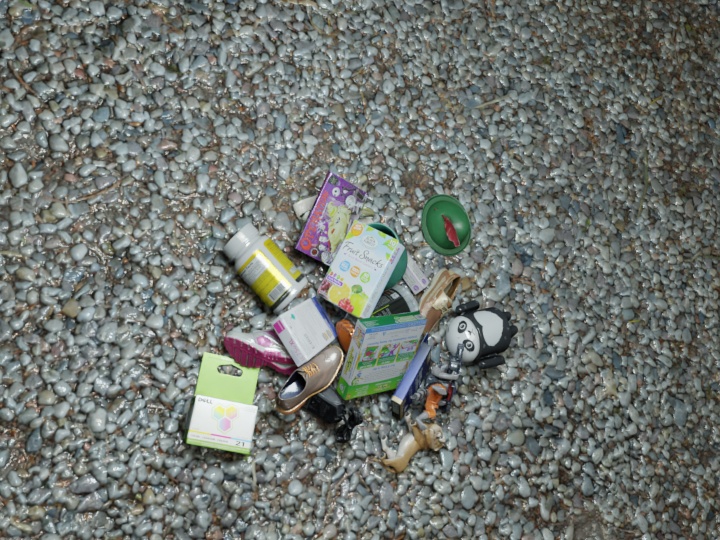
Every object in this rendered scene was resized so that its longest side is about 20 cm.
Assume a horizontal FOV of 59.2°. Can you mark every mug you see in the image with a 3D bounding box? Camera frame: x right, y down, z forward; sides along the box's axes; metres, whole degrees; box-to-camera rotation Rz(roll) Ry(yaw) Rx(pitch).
[{"bbox_3d":[0.031,-0.027,1.614,0.179,0.114,0.157,-6,72,21],"label":"mug"}]

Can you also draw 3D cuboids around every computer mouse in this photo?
[{"bbox_3d":[-0.084,0.310,1.496,0.197,0.140,0.053,35,44,5],"label":"computer mouse"}]

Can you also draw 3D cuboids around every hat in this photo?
[{"bbox_3d":[0.270,-0.138,1.708,0.160,0.176,0.207,-1,76,-21],"label":"hat"}]

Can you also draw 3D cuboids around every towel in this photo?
[{"bbox_3d":[-0.067,-0.140,1.655,0.195,0.034,0.136,-21,84,-25],"label":"towel"}]

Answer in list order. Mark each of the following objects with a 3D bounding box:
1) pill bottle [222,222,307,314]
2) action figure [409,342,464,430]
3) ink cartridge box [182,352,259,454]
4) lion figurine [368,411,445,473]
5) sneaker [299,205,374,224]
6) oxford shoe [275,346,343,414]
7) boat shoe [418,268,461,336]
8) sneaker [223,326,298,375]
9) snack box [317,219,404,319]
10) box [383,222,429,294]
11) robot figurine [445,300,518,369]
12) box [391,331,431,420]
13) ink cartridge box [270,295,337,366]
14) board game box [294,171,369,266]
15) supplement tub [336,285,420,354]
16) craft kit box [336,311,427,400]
[{"bbox_3d":[-0.228,-0.007,1.512,0.201,0.114,0.114,48,65,-4],"label":"pill bottle"},{"bbox_3d":[0.192,0.273,1.579,0.101,0.193,0.206,15,108,12],"label":"action figure"},{"bbox_3d":[-0.304,0.295,1.423,0.143,0.076,0.207,14,73,-17],"label":"ink cartridge box"},{"bbox_3d":[0.117,0.438,1.562,0.198,0.072,0.124,-37,118,-12],"label":"lion figurine"},{"bbox_3d":[-0.055,-0.115,1.606,0.193,0.077,0.092,-9,92,-16],"label":"sneaker"},{"bbox_3d":[-0.110,0.238,1.424,0.071,0.074,0.200,38,64,17],"label":"oxford shoe"},{"bbox_3d":[0.207,0.082,1.671,0.076,0.070,0.204,48,60,-42],"label":"boat shoe"},{"bbox_3d":[-0.223,0.176,1.488,0.194,0.082,0.090,19,43,-14],"label":"sneaker"},{"bbox_3d":[0.000,0.000,1.521,0.140,0.053,0.204,26,85,30],"label":"snack box"},{"bbox_3d":[0.106,-0.032,1.686,0.202,0.041,0.039,54,39,-2],"label":"box"},{"bbox_3d":[0.319,0.168,1.675,0.194,0.150,0.129,-12,116,-24],"label":"robot figurine"},{"bbox_3d":[0.135,0.263,1.583,0.032,0.122,0.203,23,65,17],"label":"box"},{"bbox_3d":[-0.128,0.140,1.511,0.121,0.041,0.199,57,25,1],"label":"ink cartridge box"},{"bbox_3d":[-0.070,-0.122,1.552,0.117,0.032,0.205,25,90,-19],"label":"board game box"},{"bbox_3d":[0.043,0.130,1.579,0.196,0.122,0.125,-25,85,-25],"label":"supplement tub"},{"bbox_3d":[0.052,0.202,1.514,0.196,0.048,0.203,-3,118,-39],"label":"craft kit box"}]
